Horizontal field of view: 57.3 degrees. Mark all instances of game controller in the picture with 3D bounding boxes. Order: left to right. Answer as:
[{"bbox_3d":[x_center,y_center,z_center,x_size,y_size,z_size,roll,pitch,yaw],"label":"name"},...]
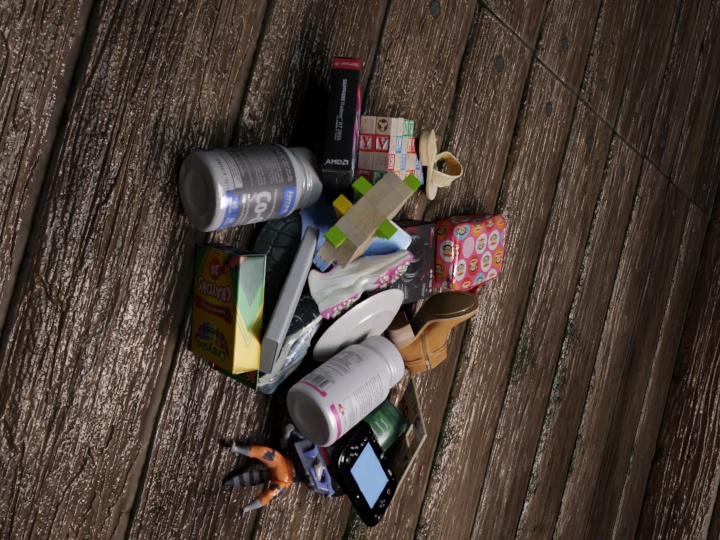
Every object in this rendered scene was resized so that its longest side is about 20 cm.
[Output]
[{"bbox_3d":[0.011,0.362,1.170,0.104,0.042,0.202,-44,128,-29],"label":"game controller"}]

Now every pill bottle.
[{"bbox_3d":[-0.159,-0.129,0.988,0.198,0.113,0.116,-16,110,-42],"label":"pill bottle"},{"bbox_3d":[-0.021,0.199,1.130,0.199,0.112,0.115,-31,120,-39],"label":"pill bottle"}]

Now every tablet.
[{"bbox_3d":[-0.017,-0.061,1.146,0.199,0.014,0.131,37,91,-20],"label":"tablet"}]

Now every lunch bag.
[{"bbox_3d":[0.237,-0.031,1.436,0.198,0.081,0.180,-13,108,-44],"label":"lunch bag"}]

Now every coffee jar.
[{"bbox_3d":[-0.008,0.336,1.251,0.199,0.104,0.086,-39,88,-33],"label":"coffee jar"}]

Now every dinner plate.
[{"bbox_3d":[0.002,0.106,1.182,0.198,0.024,0.201,-33,158,-15],"label":"dinner plate"}]

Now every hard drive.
[{"bbox_3d":[-0.112,0.047,1.036,0.132,0.026,0.203,113,-3,-59],"label":"hard drive"}]

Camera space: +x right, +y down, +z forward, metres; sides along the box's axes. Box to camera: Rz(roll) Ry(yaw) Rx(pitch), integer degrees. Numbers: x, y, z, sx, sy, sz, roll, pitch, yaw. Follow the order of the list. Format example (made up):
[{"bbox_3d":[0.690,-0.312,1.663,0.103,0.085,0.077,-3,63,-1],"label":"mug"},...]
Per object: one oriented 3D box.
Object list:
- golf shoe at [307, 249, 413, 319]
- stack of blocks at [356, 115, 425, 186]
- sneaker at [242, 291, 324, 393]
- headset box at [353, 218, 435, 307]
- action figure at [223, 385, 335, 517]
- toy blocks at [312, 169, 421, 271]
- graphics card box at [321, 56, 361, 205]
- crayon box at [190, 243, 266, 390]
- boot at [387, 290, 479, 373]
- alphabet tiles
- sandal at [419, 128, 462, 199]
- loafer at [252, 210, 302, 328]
[{"bbox_3d":[0.000,0.000,1.119,0.198,0.092,0.076,-28,163,-25],"label":"golf shoe"},{"bbox_3d":[0.061,-0.212,1.184,0.199,0.058,0.118,-20,116,-65],"label":"stack of blocks"},{"bbox_3d":[-0.123,0.122,1.125,0.200,0.077,0.087,-49,147,-24],"label":"sneaker"},{"bbox_3d":[0.052,-0.012,1.256,0.198,0.076,0.152,-11,107,-45],"label":"headset box"},{"bbox_3d":[-0.135,0.311,1.129,0.190,0.105,0.203,-1,57,-34],"label":"action figure"},{"bbox_3d":[0.001,-0.068,1.061,0.100,0.137,0.200,42,58,3],"label":"toy blocks"},{"bbox_3d":[-0.028,-0.221,1.062,0.126,0.050,0.204,90,6,-70],"label":"graphics card box"},{"bbox_3d":[-0.199,0.068,0.982,0.050,0.126,0.204,-3,101,-43],"label":"crayon box"},{"bbox_3d":[0.160,0.134,1.343,0.197,0.077,0.156,-24,130,4],"label":"boot"},{"bbox_3d":[0.076,0.341,1.300,0.007,0.168,0.203,17,115,-14],"label":"alphabet tiles"},{"bbox_3d":[0.161,-0.196,1.269,0.212,0.068,0.079,61,39,-64],"label":"sandal"},{"bbox_3d":[-0.150,-0.005,1.076,0.071,0.063,0.204,20,80,-14],"label":"loafer"}]
